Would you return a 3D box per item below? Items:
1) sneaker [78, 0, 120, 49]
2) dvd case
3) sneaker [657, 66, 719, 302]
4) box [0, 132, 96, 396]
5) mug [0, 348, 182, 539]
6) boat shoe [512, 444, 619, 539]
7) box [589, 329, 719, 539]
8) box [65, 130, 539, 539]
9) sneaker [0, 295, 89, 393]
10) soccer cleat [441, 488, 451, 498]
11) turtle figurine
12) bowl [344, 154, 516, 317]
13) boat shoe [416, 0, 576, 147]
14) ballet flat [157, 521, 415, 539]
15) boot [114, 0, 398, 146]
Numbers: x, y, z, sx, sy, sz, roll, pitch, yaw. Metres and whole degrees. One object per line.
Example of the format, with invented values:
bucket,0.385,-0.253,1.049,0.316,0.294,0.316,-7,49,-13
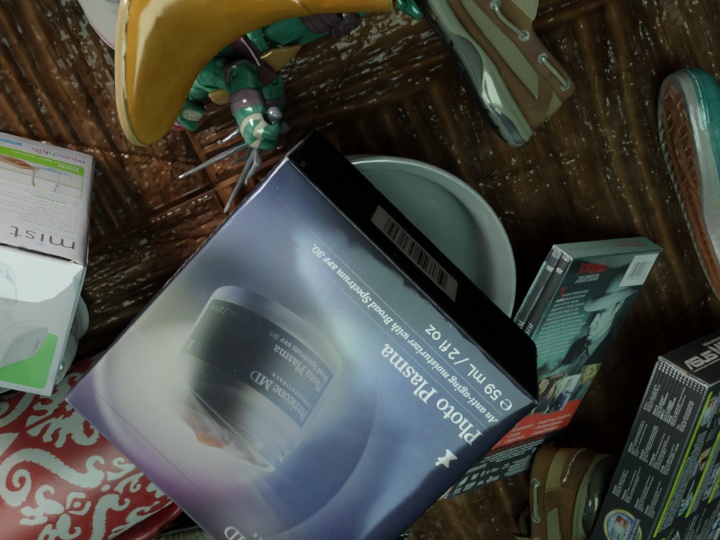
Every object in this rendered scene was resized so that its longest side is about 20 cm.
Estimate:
sneaker,-0.151,-0.195,0.791,0.081,0.089,0.201,7,142,11
dvd case,0.136,0.068,0.987,0.145,0.022,0.201,-7,128,-53
sneaker,0.269,-0.065,0.968,0.079,0.072,0.201,-26,122,-1
box,-0.269,-0.024,0.834,0.198,0.177,0.097,13,113,-16
mug,-0.170,0.119,0.972,0.199,0.178,0.134,-28,80,0
boat shoe,0.162,0.209,1.085,0.073,0.076,0.201,22,134,25
box,0.247,0.143,1.027,0.160,0.044,0.202,-15,127,-47
box,-0.030,0.062,0.818,0.200,0.123,0.198,43,104,-4
sneaker,-0.284,0.052,0.920,0.198,0.087,0.075,-11,119,-3
soccer cleat,-0.025,0.142,0.969,0.199,0.085,0.069,-6,88,36
turtle figurine,-0.060,-0.122,0.842,0.199,0.150,0.101,-35,104,14
bowl,0.000,0.000,0.939,0.199,0.091,0.203,-4,117,-8
boat shoe,0.078,-0.173,0.881,0.071,0.076,0.200,-33,126,3
ballet flat,-0.055,0.206,1.045,0.198,0.067,0.047,-3,85,-13
boot,-0.051,-0.154,0.754,0.143,0.071,0.203,15,100,11
